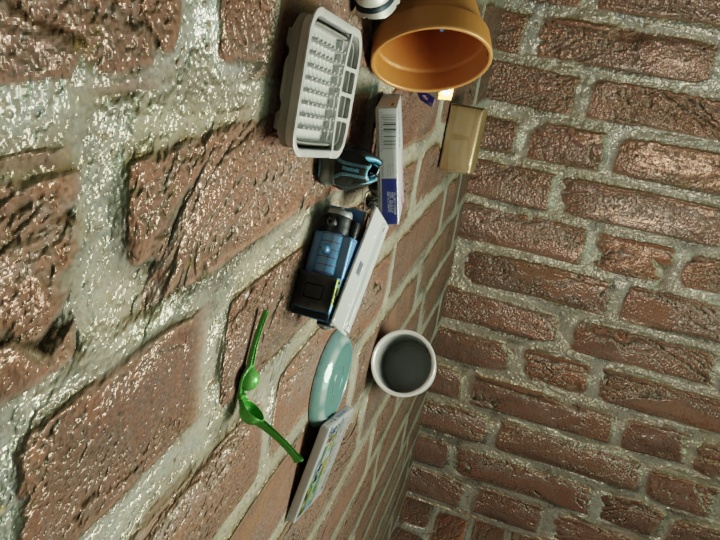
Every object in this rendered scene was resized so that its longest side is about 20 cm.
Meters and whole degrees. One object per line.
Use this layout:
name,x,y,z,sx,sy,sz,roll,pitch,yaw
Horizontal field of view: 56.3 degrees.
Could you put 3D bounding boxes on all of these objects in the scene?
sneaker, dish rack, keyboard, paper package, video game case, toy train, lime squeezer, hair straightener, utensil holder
sneaker,-0.003,-0.156,1.060,0.200,0.081,0.074,-40,139,-71
dish rack,-0.055,-0.233,0.854,0.200,0.043,0.174,-30,133,-72
keyboard,0.000,0.000,1.045,0.056,0.011,0.202,46,58,-51
paper package,0.321,-0.410,2.096,0.191,0.102,0.203,-38,139,-71
video game case,-0.079,0.384,1.356,0.182,0.022,0.203,-3,115,-76
toy train,-0.040,-0.008,1.055,0.114,0.086,0.203,28,76,-70
lime squeezer,-0.133,0.157,0.884,0.038,0.070,0.203,2,72,-60
hair straightener,0.043,-0.136,1.355,0.200,0.040,0.078,15,88,-76
sneaker,0.043,-0.456,0.986,0.081,0.075,0.202,72,32,-49
utensil holder,0.124,0.257,1.810,0.200,0.168,0.172,52,53,-75

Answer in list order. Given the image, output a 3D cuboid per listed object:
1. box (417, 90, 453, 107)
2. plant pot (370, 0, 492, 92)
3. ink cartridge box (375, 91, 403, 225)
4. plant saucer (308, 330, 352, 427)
box,0.169,-0.451,1.416,0.119,0.041,0.203,-123,-144,-55
plant pot,0.115,-0.404,1.106,0.200,0.197,0.142,51,38,-73
ink cartridge box,0.056,-0.205,1.194,0.200,0.043,0.199,-72,161,-66
plant saucer,-0.054,0.216,1.339,0.200,0.027,0.203,14,90,-76
